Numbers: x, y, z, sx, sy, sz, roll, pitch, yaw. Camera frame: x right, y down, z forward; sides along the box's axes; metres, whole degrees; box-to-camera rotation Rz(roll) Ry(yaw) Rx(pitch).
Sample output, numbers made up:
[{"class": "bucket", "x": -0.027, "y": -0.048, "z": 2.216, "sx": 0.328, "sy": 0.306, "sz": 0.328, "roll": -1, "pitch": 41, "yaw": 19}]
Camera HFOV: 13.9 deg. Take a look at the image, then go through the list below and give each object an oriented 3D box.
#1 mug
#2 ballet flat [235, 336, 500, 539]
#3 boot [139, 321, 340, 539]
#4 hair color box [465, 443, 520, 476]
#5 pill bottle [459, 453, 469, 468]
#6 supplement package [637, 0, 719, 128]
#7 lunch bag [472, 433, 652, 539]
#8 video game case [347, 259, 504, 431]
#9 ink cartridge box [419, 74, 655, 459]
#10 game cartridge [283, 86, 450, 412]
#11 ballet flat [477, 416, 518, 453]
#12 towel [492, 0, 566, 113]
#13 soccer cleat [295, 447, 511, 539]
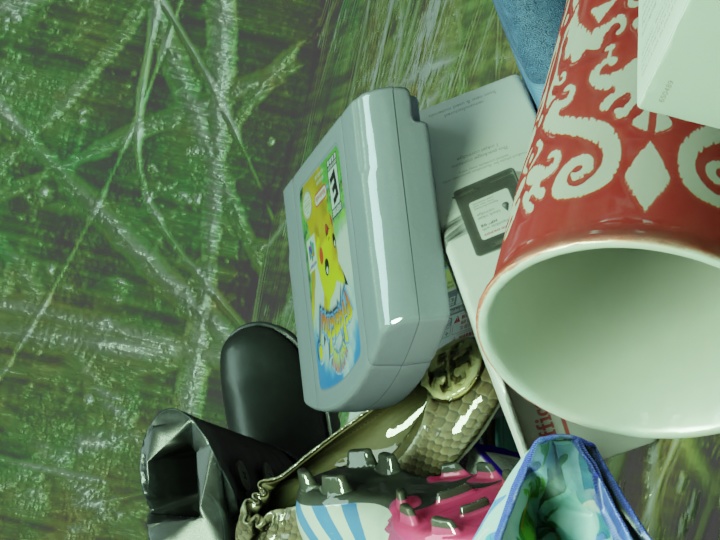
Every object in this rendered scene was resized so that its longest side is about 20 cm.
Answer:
[{"class": "mug", "x": 0.123, "y": -0.037, "z": 1.264, "sx": 0.178, "sy": 0.133, "sz": 0.200, "roll": 117, "pitch": 168, "yaw": -53}, {"class": "ballet flat", "x": 0.003, "y": 0.094, "z": 1.538, "sx": 0.200, "sy": 0.046, "sz": 0.067, "roll": -40, "pitch": 27, "yaw": 31}, {"class": "boot", "x": -0.074, "y": 0.099, "z": 1.683, "sx": 0.200, "sy": 0.066, "sz": 0.165, "roll": 12, "pitch": -125, "yaw": -65}, {"class": "hair color box", "x": 0.067, "y": 0.198, "z": 1.499, "sx": 0.109, "sy": 0.065, "sz": 0.200, "roll": -134, "pitch": 60, "yaw": -80}, {"class": "pill bottle", "x": 0.035, "y": 0.138, "z": 1.654, "sx": 0.200, "sy": 0.112, "sz": 0.112, "roll": -103, "pitch": 28, "yaw": -73}, {"class": "supplement package", "x": 0.176, "y": -0.154, "z": 1.112, "sx": 0.117, "sy": 0.117, "sz": 0.200, "roll": 111, "pitch": 169, "yaw": -46}, {"class": "lunch bag", "x": 0.070, "y": 0.192, "z": 1.243, "sx": 0.170, "sy": 0.127, "sz": 0.200, "roll": 115, "pitch": 156, "yaw": -55}, {"class": "video game case", "x": 0.077, "y": -0.003, "z": 1.581, "sx": 0.200, "sy": 0.022, "sz": 0.183, "roll": -22, "pitch": 48, "yaw": 43}, {"class": "ink cartridge box", "x": 0.084, "y": 0.017, "z": 1.409, "sx": 0.200, "sy": 0.067, "sz": 0.116, "roll": -109, "pitch": -1, "yaw": -47}, {"class": "game cartridge", "x": 0.000, "y": 0.000, "z": 1.464, "sx": 0.200, "sy": 0.040, "sz": 0.134, "roll": 132, "pitch": 129, "yaw": -71}, {"class": "ballet flat", "x": 0.083, "y": 0.039, "z": 1.622, "sx": 0.073, "sy": 0.073, "sz": 0.200, "roll": 118, "pitch": 168, "yaw": -61}, {"class": "towel", "x": 0.105, "y": -0.091, "z": 1.423, "sx": 0.112, "sy": 0.048, "sz": 0.200, "roll": -104, "pitch": -8, "yaw": -67}, {"class": "soccer cleat", "x": 0.035, "y": 0.138, "z": 1.432, "sx": 0.200, "sy": 0.070, "sz": 0.087, "roll": 7, "pitch": 114, "yaw": 64}]
